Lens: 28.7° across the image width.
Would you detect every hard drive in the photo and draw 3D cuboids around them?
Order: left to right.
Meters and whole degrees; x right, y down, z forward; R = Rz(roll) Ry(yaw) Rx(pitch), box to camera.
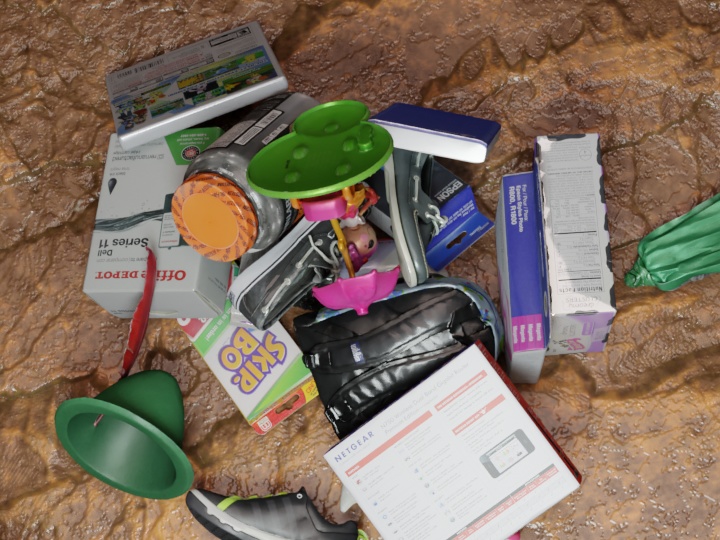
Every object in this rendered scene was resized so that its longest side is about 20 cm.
[{"bbox_3d":[0.084,-0.156,1.573,0.132,0.200,0.025,12,104,7],"label":"hard drive"}]

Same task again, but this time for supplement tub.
[{"bbox_3d":[-0.108,-0.100,1.518,0.122,0.123,0.200,30,43,12],"label":"supplement tub"}]

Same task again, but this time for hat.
[{"bbox_3d":[-0.220,0.126,1.539,0.165,0.200,0.176,29,53,-3],"label":"hat"}]

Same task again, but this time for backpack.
[{"bbox_3d":[0.056,0.082,1.523,0.200,0.154,0.163,-26,87,25],"label":"backpack"}]

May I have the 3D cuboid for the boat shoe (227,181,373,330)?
[{"bbox_3d":[-0.050,-0.014,1.529,0.199,0.074,0.068,-39,62,-15],"label":"boat shoe"}]

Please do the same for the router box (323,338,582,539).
[{"bbox_3d":[0.095,0.201,1.445,0.200,0.049,0.180,-37,87,10],"label":"router box"}]

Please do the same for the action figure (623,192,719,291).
[{"bbox_3d":[0.387,-0.031,1.584,0.200,0.055,0.118,-25,74,3],"label":"action figure"}]

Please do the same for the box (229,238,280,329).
[{"bbox_3d":[-0.112,-0.030,1.607,0.041,0.039,0.201,10,65,-3],"label":"box"}]

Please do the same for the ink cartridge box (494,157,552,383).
[{"bbox_3d":[0.172,0.005,1.511,0.043,0.200,0.197,-3,72,3],"label":"ink cartridge box"}]

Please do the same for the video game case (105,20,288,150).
[{"bbox_3d":[-0.194,-0.218,1.642,0.200,0.022,0.182,-20,33,-3],"label":"video game case"}]

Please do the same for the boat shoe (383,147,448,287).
[{"bbox_3d":[0.062,-0.068,1.516,0.062,0.073,0.200,-7,47,0],"label":"boat shoe"}]

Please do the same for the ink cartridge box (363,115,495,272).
[{"bbox_3d":[0.050,-0.090,1.601,0.200,0.039,0.099,38,63,25],"label":"ink cartridge box"}]

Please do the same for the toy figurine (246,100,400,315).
[{"bbox_3d":[-0.019,-0.051,1.452,0.150,0.184,0.200,-8,31,11],"label":"toy figurine"}]

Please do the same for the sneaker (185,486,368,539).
[{"bbox_3d":[-0.089,0.268,1.522,0.200,0.072,0.083,24,68,3],"label":"sneaker"}]

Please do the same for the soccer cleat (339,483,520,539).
[{"bbox_3d":[0.071,0.263,1.515,0.200,0.070,0.087,26,101,7],"label":"soccer cleat"}]

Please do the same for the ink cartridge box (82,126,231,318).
[{"bbox_3d":[-0.220,-0.053,1.594,0.146,0.083,0.201,-2,69,19],"label":"ink cartridge box"}]

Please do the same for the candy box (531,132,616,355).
[{"bbox_3d":[0.228,-0.024,1.532,0.071,0.168,0.201,-4,73,3],"label":"candy box"}]

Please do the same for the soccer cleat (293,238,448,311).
[{"bbox_3d":[0.000,0.000,1.601,0.199,0.068,0.073,-5,53,3],"label":"soccer cleat"}]

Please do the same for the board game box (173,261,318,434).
[{"bbox_3d":[-0.134,0.082,1.599,0.095,0.030,0.200,-36,76,-7],"label":"board game box"}]
